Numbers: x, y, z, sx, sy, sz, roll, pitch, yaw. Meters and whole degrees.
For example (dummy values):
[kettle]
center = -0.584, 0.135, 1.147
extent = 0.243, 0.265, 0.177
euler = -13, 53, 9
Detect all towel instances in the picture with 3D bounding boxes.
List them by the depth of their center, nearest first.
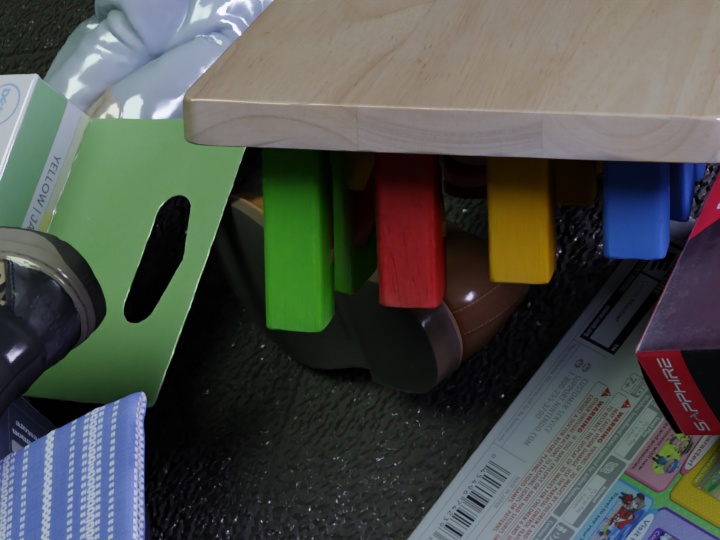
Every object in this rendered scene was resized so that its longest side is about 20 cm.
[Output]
[towel]
center = -0.160, 0.141, 1.097
extent = 0.199, 0.024, 0.145
euler = -29, 38, 19

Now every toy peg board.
[toy peg board]
center = 0.054, -0.046, 1.113
extent = 0.198, 0.098, 0.200
euler = 3, 21, 12

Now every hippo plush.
[hippo plush]
center = -0.111, -0.142, 1.355
extent = 0.199, 0.161, 0.159
euler = -11, 31, 41

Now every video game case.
[video game case]
center = 0.112, 0.083, 1.064
extent = 0.200, 0.022, 0.182
euler = -51, 36, -7

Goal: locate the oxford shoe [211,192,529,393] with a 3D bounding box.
[oxford shoe]
center = 0.000, 0.000, 1.235
extent = 0.071, 0.072, 0.200
euler = -32, 30, -25

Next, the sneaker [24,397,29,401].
[sneaker]
center = -0.208, 0.078, 1.362
extent = 0.090, 0.078, 0.201
euler = -12, 43, 50

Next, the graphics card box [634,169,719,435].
[graphics card box]
center = 0.205, -0.004, 0.996
extent = 0.199, 0.051, 0.126
euler = -2, 44, 38

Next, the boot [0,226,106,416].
[boot]
center = -0.216, 0.051, 1.171
extent = 0.199, 0.073, 0.151
euler = -1, 38, 28

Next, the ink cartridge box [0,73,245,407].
[ink cartridge box]
center = -0.155, -0.015, 1.281
extent = 0.199, 0.048, 0.146
euler = 0, 64, 40

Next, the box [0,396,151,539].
[box]
center = -0.190, 0.185, 1.195
extent = 0.196, 0.117, 0.201
euler = -32, 38, 18
